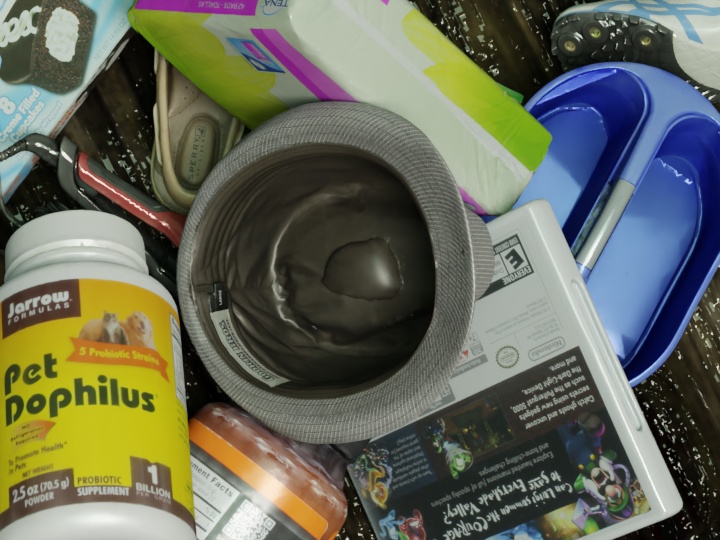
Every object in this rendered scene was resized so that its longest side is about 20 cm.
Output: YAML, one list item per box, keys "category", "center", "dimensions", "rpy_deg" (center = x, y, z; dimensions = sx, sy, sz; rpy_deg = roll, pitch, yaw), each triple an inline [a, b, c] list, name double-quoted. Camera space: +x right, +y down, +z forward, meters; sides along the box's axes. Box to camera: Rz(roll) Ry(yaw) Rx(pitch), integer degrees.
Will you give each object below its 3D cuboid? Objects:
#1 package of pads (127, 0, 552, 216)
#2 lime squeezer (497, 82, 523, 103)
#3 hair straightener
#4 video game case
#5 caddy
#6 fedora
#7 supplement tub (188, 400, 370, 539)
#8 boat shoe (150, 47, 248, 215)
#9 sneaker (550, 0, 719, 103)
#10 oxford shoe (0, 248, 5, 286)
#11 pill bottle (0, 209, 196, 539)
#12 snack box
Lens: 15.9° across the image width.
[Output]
- category: "package of pads"
  center: [-0.014, -0.105, 1.409]
  dimensions: [0.200, 0.154, 0.068]
  rpy_deg: [40, 70, -36]
- category: "lime squeezer"
  center: [0.017, -0.168, 1.522]
  dimensions: [0.071, 0.038, 0.200]
  rpy_deg: [-28, 85, -39]
- category: "hair straightener"
  center: [-0.133, -0.008, 1.460]
  dimensions: [0.200, 0.041, 0.077]
  rpy_deg: [32, 115, -18]
- category: "video game case"
  center: [0.064, 0.079, 1.428]
  dimensions: [0.023, 0.200, 0.182]
  rpy_deg: [-18, 83, -49]
- category: "caddy"
  center: [0.131, -0.020, 1.471]
  dimensions: [0.141, 0.105, 0.201]
  rpy_deg: [29, 81, -2]
- category: "fedora"
  center: [0.000, 0.000, 1.373]
  dimensions: [0.199, 0.090, 0.178]
  rpy_deg: [-17, 83, 34]
- category: "supplement tub"
  center: [-0.079, 0.148, 1.432]
  dimensions: [0.107, 0.107, 0.200]
  rpy_deg: [38, 83, 0]
- category: "boat shoe"
  center: [-0.083, -0.131, 1.487]
  dimensions: [0.071, 0.065, 0.201]
  rpy_deg: [4, 83, -4]
- category: "sneaker"
  center: [0.211, -0.139, 1.520]
  dimensions: [0.199, 0.072, 0.073]
  rpy_deg: [0, 43, 3]
- category: "oxford shoe"
  center: [-0.285, 0.028, 1.442]
  dimensions: [0.199, 0.084, 0.073]
  rpy_deg: [-15, 83, -8]
- category: "pill bottle"
  center: [-0.147, 0.072, 1.373]
  dimensions: [0.109, 0.109, 0.201]
  rpy_deg: [-4, 58, -5]
- category: "snack box"
  center: [-0.196, -0.144, 1.466]
  dimensions: [0.116, 0.037, 0.200]
  rpy_deg: [38, 99, 1]
